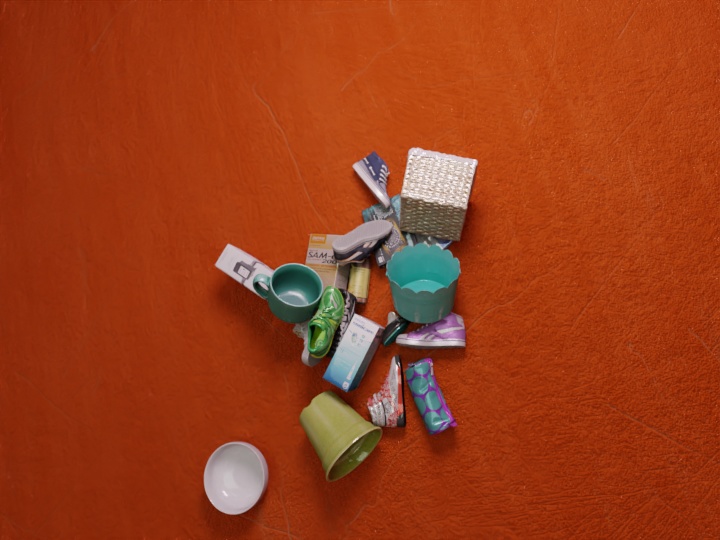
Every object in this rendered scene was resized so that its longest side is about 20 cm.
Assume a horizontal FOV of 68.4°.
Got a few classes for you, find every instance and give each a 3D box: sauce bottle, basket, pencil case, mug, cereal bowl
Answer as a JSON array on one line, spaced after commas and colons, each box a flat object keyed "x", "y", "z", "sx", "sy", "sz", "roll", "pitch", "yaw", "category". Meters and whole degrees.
[{"x": 0.000, "y": 0.000, "z": 1.606, "sx": 0.065, "sy": 0.066, "sz": 0.203, "roll": 4, "pitch": 79, "yaw": 15, "category": "sauce bottle"}, {"x": 0.211, "y": -0.208, "z": 1.489, "sx": 0.197, "sy": 0.199, "sz": 0.162, "roll": 13, "pitch": 64, "yaw": 10, "category": "basket"}, {"x": 0.194, "y": 0.349, "z": 1.479, "sx": 0.092, "sy": 0.085, "sz": 0.202, "roll": -32, "pitch": 73, "yaw": 37, "category": "pencil case"}, {"x": -0.202, "y": 0.065, "z": 1.521, "sx": 0.185, "sy": 0.115, "sz": 0.152, "roll": 40, "pitch": 51, "yaw": 17, "category": "mug"}, {"x": -0.361, "y": 0.612, "z": 1.580, "sx": 0.197, "sy": 0.083, "sz": 0.203, "roll": -3, "pitch": 79, "yaw": 14, "category": "cereal bowl"}]

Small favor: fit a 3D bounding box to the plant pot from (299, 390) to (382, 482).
[{"x": -0.071, "y": 0.450, "z": 1.492, "sx": 0.201, "sy": 0.200, "sz": 0.184, "roll": -48, "pitch": 61, "yaw": 2, "category": "plant pot"}]

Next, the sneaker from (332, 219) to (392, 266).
[{"x": 0.006, "y": -0.080, "z": 1.557, "sx": 0.198, "sy": 0.080, "sz": 0.078, "roll": -25, "pitch": 44, "yaw": -20, "category": "sneaker"}]

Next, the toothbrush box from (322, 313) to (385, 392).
[{"x": -0.013, "y": 0.236, "z": 1.521, "sx": 0.085, "sy": 0.146, "sz": 0.202, "roll": 27, "pitch": 89, "yaw": 14, "category": "toothbrush box"}]

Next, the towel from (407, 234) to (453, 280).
[{"x": 0.163, "y": -0.077, "z": 1.596, "sx": 0.199, "sy": 0.024, "sz": 0.147, "roll": -40, "pitch": 74, "yaw": 5, "category": "towel"}]

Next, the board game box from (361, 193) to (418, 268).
[{"x": 0.090, "y": -0.120, "z": 1.597, "sx": 0.134, "sy": 0.028, "sz": 0.202, "roll": -22, "pitch": 63, "yaw": 12, "category": "board game box"}]

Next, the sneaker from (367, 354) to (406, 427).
[{"x": 0.071, "y": 0.347, "z": 1.522, "sx": 0.106, "sy": 0.067, "sz": 0.204, "roll": -5, "pitch": 82, "yaw": 11, "category": "sneaker"}]

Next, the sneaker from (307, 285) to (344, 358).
[{"x": -0.096, "y": 0.139, "z": 1.446, "sx": 0.073, "sy": 0.084, "sz": 0.203, "roll": 11, "pitch": 79, "yaw": 14, "category": "sneaker"}]

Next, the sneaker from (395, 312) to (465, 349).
[{"x": 0.200, "y": 0.166, "z": 1.524, "sx": 0.198, "sy": 0.073, "sz": 0.116, "roll": -2, "pitch": 76, "yaw": 4, "category": "sneaker"}]

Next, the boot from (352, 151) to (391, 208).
[{"x": 0.057, "y": -0.284, "z": 1.622, "sx": 0.090, "sy": 0.073, "sz": 0.201, "roll": -36, "pitch": 60, "yaw": 2, "category": "boot"}]

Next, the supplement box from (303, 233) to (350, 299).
[{"x": -0.102, "y": -0.005, "z": 1.612, "sx": 0.125, "sy": 0.073, "sz": 0.203, "roll": 4, "pitch": 81, "yaw": 31, "category": "supplement box"}]

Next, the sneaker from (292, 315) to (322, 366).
[{"x": -0.155, "y": 0.204, "z": 1.563, "sx": 0.114, "sy": 0.200, "sz": 0.074, "roll": 5, "pitch": 122, "yaw": 19, "category": "sneaker"}]

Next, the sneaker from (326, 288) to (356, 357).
[{"x": -0.051, "y": 0.155, "z": 1.532, "sx": 0.066, "sy": 0.090, "sz": 0.203, "roll": 14, "pitch": 92, "yaw": 36, "category": "sneaker"}]

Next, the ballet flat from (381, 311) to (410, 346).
[{"x": 0.127, "y": 0.138, "z": 1.551, "sx": 0.199, "sy": 0.068, "sz": 0.069, "roll": -38, "pitch": 63, "yaw": -5, "category": "ballet flat"}]

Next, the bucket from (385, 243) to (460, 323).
[{"x": 0.175, "y": 0.037, "z": 1.475, "sx": 0.204, "sy": 0.136, "sz": 0.209, "roll": -3, "pitch": 42, "yaw": 3, "category": "bucket"}]

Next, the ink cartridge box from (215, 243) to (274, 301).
[{"x": -0.326, "y": 0.014, "z": 1.644, "sx": 0.199, "sy": 0.145, "sz": 0.084, "roll": 31, "pitch": 88, "yaw": 18, "category": "ink cartridge box"}]
